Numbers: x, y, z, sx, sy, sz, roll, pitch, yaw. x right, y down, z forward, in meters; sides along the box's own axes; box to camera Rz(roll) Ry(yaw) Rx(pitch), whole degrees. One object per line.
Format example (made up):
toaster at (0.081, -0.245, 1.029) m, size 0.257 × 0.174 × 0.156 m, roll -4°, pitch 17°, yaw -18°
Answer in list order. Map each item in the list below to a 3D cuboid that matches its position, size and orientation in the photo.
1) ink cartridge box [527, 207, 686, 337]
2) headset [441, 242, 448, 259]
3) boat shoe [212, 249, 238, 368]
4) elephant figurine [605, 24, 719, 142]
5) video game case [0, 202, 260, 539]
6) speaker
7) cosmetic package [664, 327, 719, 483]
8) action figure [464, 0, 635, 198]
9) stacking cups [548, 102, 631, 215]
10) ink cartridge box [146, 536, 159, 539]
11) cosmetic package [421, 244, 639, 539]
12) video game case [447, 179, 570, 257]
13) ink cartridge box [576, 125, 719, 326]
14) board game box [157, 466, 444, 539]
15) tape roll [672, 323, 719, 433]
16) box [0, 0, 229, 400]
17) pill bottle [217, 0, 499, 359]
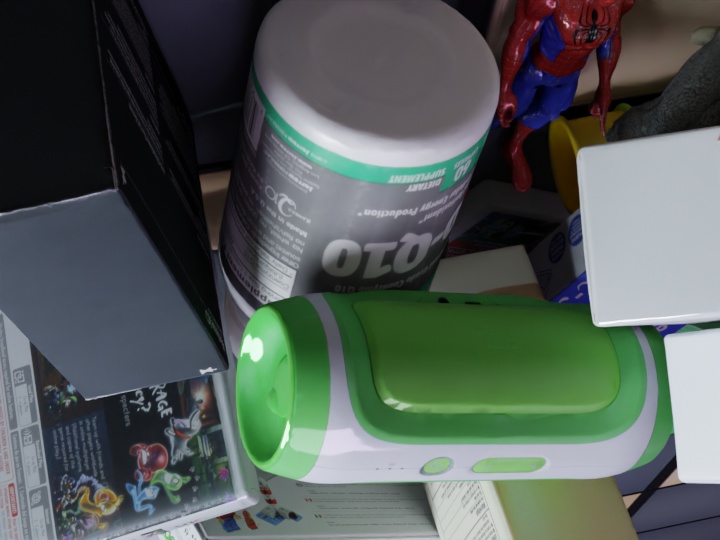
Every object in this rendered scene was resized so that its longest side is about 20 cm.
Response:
ink cartridge box at (0.126, 0.031, 0.860) m, size 0.093 × 0.045 × 0.200 m, roll 12°, pitch 147°, yaw -23°
headset at (0.000, 0.000, 0.833) m, size 0.122 × 0.095 × 0.200 m, roll -15°, pitch 147°, yaw 5°
boat shoe at (-0.116, 0.028, 0.817) m, size 0.197 × 0.074 × 0.068 m, roll 2°, pitch 167°, yaw 10°
elephant figurine at (0.226, -0.122, 0.664) m, size 0.154 × 0.143 × 0.200 m, roll 22°, pitch 159°, yaw 4°
video game case at (-0.153, 0.046, 0.718) m, size 0.180 × 0.202 × 0.023 m, roll -18°, pitch 158°, yaw 12°
speaker at (0.046, 0.055, 0.655) m, size 0.198 × 0.089 × 0.089 m, roll 3°, pitch 152°, yaw -25°
cosmetic package at (0.249, 0.054, 0.659) m, size 0.198 × 0.072 × 0.101 m, roll -3°, pitch 175°, yaw -35°
action figure at (0.097, -0.100, 0.728) m, size 0.065 × 0.052 × 0.200 m, roll -3°, pitch 152°, yaw -15°
stacking cups at (0.213, -0.078, 0.815) m, size 0.198 × 0.061 × 0.061 m, roll -11°, pitch 157°, yaw -6°
ink cartridge box at (-0.196, 0.138, 1.007) m, size 0.198 × 0.116 × 0.068 m, roll -10°, pitch 156°, yaw -9°
cosmetic package at (0.078, 0.100, 0.762) m, size 0.070 × 0.202 × 0.105 m, roll -10°, pitch 155°, yaw -18°
video game case at (0.101, 0.001, 0.981) m, size 0.199 × 0.023 × 0.182 m, roll 8°, pitch 149°, yaw -38°
ink cartridge box at (0.210, -0.020, 0.670) m, size 0.144 × 0.084 × 0.199 m, roll -8°, pitch 175°, yaw 32°
board game box at (-0.035, 0.118, 0.797) m, size 0.199 × 0.126 × 0.035 m, roll 8°, pitch 121°, yaw -38°
tape roll at (0.169, 0.060, 0.995) m, size 0.198 × 0.049 × 0.201 m, roll 3°, pitch 148°, yaw 2°
box at (-0.120, -0.045, 0.610) m, size 0.078 × 0.142 × 0.200 m, roll -14°, pitch 156°, yaw 1°
pill bottle at (-0.010, -0.033, 0.688) m, size 0.112 × 0.114 × 0.201 m, roll -5°, pitch 144°, yaw -18°
